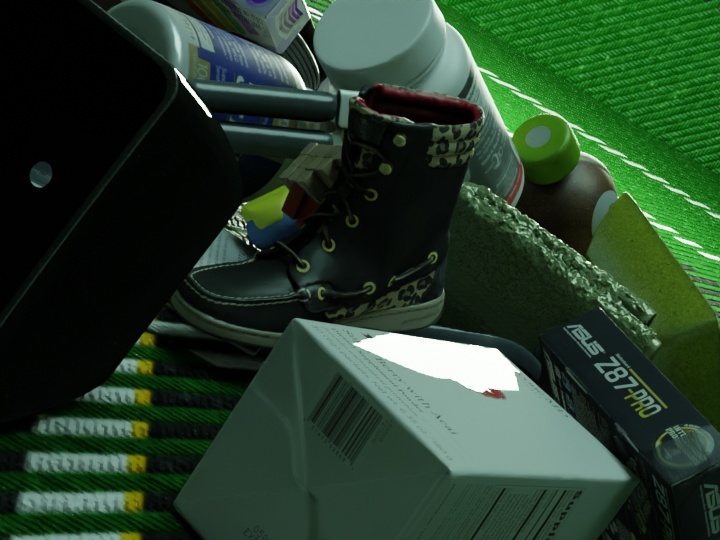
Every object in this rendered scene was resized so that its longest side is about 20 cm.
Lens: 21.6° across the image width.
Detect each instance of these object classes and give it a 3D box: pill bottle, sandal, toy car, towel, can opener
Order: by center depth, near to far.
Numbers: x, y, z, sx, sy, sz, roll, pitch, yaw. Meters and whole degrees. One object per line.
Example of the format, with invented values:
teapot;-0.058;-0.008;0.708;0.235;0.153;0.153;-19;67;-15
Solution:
sandal;0.032;0.062;1.277;0.199;0.043;0.076;14;-18;-28
can opener;-0.029;-0.101;1.307;0.199;0.054;0.067;3;3;-28
sandal;-0.017;-0.022;1.358;0.200;0.079;0.088;4;67;-64
pill bottle;-0.108;-0.116;1.400;0.199;0.120;0.120;17;22;-48
towel;0.128;0.036;1.402;0.200;0.149;0.036;40;47;23
pill bottle;0.044;-0.119;1.441;0.114;0.114;0.200;48;-7;45
toy car;0.149;0.008;1.538;0.165;0.157;0.201;55;18;-47

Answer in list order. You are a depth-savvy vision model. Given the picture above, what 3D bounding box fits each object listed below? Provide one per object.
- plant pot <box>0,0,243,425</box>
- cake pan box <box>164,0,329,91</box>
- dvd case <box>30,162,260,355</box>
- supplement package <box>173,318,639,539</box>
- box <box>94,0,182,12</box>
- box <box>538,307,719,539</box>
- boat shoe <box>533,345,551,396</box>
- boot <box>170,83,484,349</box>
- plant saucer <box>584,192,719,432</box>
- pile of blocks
plant pot;-0.173;-0.046;0.926;0.199;0.200;0.177;39;5;23
cake pan box;-0.113;-0.214;1.627;0.199;0.052;0.184;31;-17;25
dvd case;-0.145;-0.027;1.228;0.199;0.025;0.150;32;14;-10
supplement package;0.028;0.112;0.962;0.121;0.120;0.200;42;17;30
box;-0.155;-0.167;1.563;0.200;0.075;0.100;38;15;10
box;0.170;0.144;1.082;0.161;0.049;0.201;-124;-164;-55
boat shoe;0.174;0.134;1.305;0.073;0.063;0.202;-3;51;-39
boot;-0.014;-0.034;1.142;0.199;0.151;0.073;-2;30;-35
plant saucer;0.221;0.073;1.451;0.048;0.201;0.200;-13;33;-7
pile of blocks;0.000;0.000;1.268;0.082;0.062;0.200;30;-21;39
